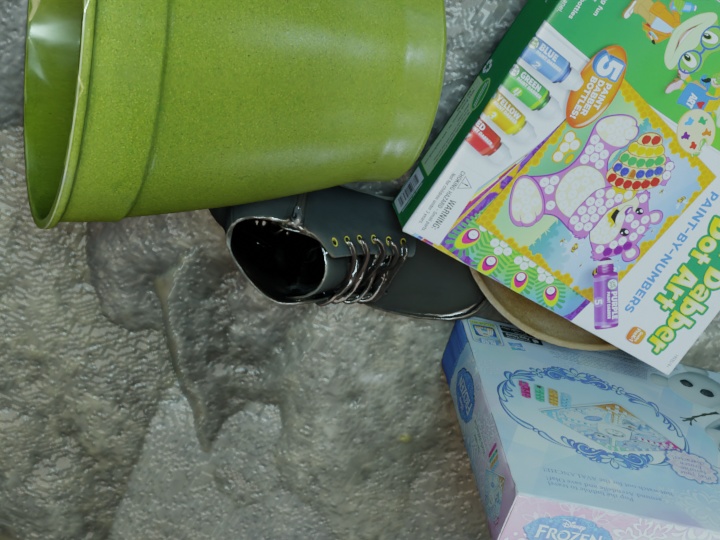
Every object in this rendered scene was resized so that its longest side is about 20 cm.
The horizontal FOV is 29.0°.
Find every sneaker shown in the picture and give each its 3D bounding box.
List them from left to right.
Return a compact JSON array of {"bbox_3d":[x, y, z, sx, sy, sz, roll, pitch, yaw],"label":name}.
[{"bbox_3d":[0.000,0.000,0.818,0.199,0.106,0.075,21,112,-19],"label":"sneaker"}]

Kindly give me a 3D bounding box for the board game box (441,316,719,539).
[{"bbox_3d":[0.161,0.110,0.840,0.199,0.199,0.044,13,114,-12],"label":"board game box"}]

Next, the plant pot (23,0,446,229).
[{"bbox_3d":[-0.065,-0.116,0.725,0.192,0.200,0.201,3,116,-21],"label":"plant pot"}]

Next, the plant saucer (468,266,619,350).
[{"bbox_3d":[0.153,-0.049,0.846,0.199,0.035,0.201,-4,112,-9],"label":"plant saucer"}]

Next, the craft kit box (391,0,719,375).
[{"bbox_3d":[0.153,-0.065,0.789,0.197,0.049,0.200,26,110,-21],"label":"craft kit box"}]
